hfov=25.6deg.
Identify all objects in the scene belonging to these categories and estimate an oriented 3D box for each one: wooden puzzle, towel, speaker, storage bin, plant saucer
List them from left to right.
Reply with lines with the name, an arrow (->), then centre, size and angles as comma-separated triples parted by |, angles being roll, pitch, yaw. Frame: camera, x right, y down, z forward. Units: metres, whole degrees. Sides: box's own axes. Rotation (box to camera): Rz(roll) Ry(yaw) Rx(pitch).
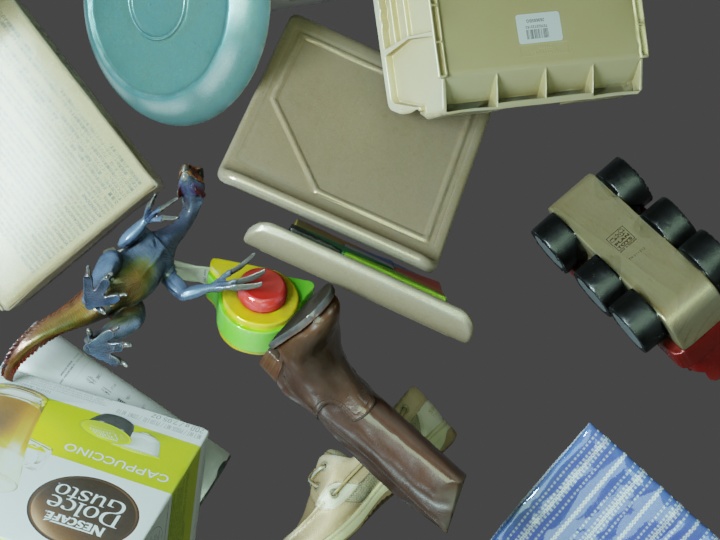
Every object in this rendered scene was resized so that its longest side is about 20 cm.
speaker -> -0.208, 0.128, 1.304 | 0.199, 0.081, 0.082 | 35, 90, -3
plant saucer -> -0.156, -0.216, 1.267 | 0.198, 0.027, 0.203 | 6, 101, 35
wooden puzzle -> -0.002, -0.102, 1.274 | 0.183, 0.037, 0.201 | 24, 51, -3
wooden puzzle -> 0.000, 0.000, 1.249 | 0.183, 0.200, 0.038 | 24, 89, -2
storage bin -> 0.118, -0.229, 1.270 | 0.198, 0.093, 0.201 | -8, 92, -25
towel -> 0.223, 0.250, 1.351 | 0.200, 0.024, 0.145 | 42, 89, -2

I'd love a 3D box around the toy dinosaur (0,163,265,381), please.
toy dinosaur -> -0.184, -0.014, 1.260 | 0.197, 0.182, 0.106 | -10, 117, 12

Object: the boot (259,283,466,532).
boot -> 0.016, 0.111, 1.209 | 0.200, 0.186, 0.064 | 45, 74, 4

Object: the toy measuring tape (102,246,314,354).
toy measuring tape -> -0.121, 0.027, 1.308 | 0.197, 0.074, 0.075 | 11, 91, -2

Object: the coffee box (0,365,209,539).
coffee box -> -0.245, 0.224, 1.201 | 0.197, 0.198, 0.202 | 15, 117, 8

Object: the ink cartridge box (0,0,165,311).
ink cartridge box -> -0.284, -0.096, 1.299 | 0.164, 0.075, 0.201 | -38, 93, 0

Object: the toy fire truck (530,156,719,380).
toy fire truck -> 0.260, 0.018, 1.302 | 0.128, 0.176, 0.200 | -40, 134, -1

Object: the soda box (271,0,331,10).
soda box -> -0.045, -0.255, 1.242 | 0.063, 0.200, 0.069 | -10, 92, -5

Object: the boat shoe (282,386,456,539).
boat shoe -> -0.013, 0.179, 1.322 | 0.199, 0.071, 0.065 | -40, 88, -11
